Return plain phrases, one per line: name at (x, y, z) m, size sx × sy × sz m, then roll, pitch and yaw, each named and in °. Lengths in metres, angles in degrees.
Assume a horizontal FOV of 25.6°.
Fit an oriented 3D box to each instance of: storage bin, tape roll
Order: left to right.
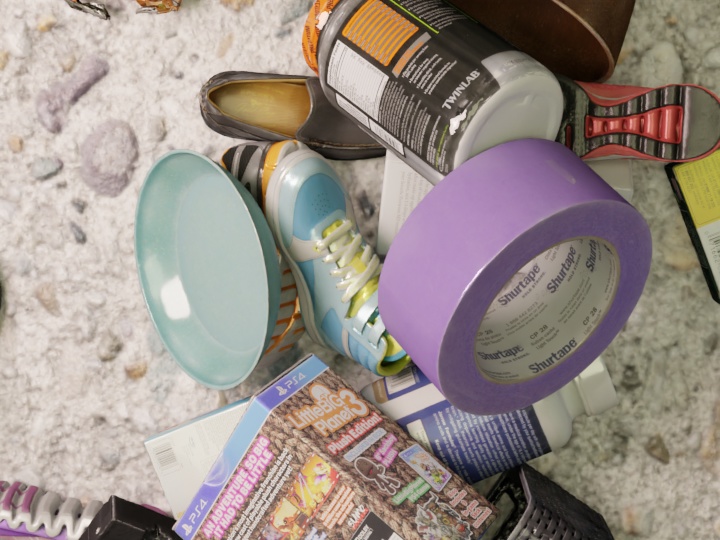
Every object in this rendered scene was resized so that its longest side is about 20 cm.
tape roll at (0.118, 0.007, 1.199) m, size 0.200 × 0.200 × 0.085 m, roll -45°, pitch 52°, yaw 5°
storage bin at (0.132, 0.247, 1.290) m, size 0.094 × 0.200 × 0.136 m, roll 34°, pitch 95°, yaw 0°

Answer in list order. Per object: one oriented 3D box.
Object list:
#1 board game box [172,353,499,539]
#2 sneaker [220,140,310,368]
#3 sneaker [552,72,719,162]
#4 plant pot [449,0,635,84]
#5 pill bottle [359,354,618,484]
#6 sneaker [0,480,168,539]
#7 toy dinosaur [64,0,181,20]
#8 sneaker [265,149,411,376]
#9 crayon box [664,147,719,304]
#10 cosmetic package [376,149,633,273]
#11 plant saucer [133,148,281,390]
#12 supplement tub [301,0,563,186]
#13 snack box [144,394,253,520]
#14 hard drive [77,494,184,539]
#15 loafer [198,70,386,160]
board game box at (-0.021, 0.198, 1.258) m, size 0.200 × 0.097 × 0.160 m, roll 40°, pitch 122°, yaw 11°
sneaker at (-0.083, -0.016, 1.348) m, size 0.077 × 0.078 × 0.201 m, roll 14°, pitch 105°, yaw 32°
sneaker at (0.195, -0.114, 1.270) m, size 0.199 × 0.087 × 0.074 m, roll 7°, pitch 92°, yaw 17°
plant pot at (0.159, -0.282, 1.274) m, size 0.186 × 0.187 × 0.201 m, roll 27°, pitch 79°, yaw 0°
pill bottle at (0.108, 0.112, 1.326) m, size 0.199 × 0.111 × 0.112 m, roll -23°, pitch 93°, yaw 4°
sneaker at (-0.266, 0.239, 1.370) m, size 0.199 × 0.081 × 0.089 m, roll 11°, pitch 103°, yaw 0°
toy dinosaur at (-0.235, -0.286, 1.320) m, size 0.199 × 0.102 × 0.136 m, roll 17°, pitch 113°, yaw -21°
sneaker at (0.000, 0.000, 1.277) m, size 0.079 × 0.130 × 0.201 m, roll -38°, pitch 132°, yaw -22°
crayon box at (0.372, -0.065, 1.332) m, size 0.199 × 0.051 × 0.128 m, roll -21°, pitch 94°, yaw 4°
cosmetic package at (0.117, -0.060, 1.311) m, size 0.199 × 0.071 × 0.102 m, roll 8°, pitch 131°, yaw 1°
plant saucer at (-0.121, -0.003, 1.311) m, size 0.036 × 0.199 × 0.201 m, roll -14°, pitch 95°, yaw -37°
supplement tub at (0.051, -0.148, 1.234) m, size 0.200 × 0.122 × 0.123 m, roll 41°, pitch 96°, yaw 35°
snack box at (-0.096, 0.217, 1.378) m, size 0.116 × 0.037 × 0.201 m, roll -21°, pitch 93°, yaw 5°
hard drive at (-0.200, 0.289, 1.339) m, size 0.139 × 0.038 × 0.200 m, roll 26°, pitch 114°, yaw -24°
loafer at (-0.039, -0.130, 1.331) m, size 0.199 × 0.072 × 0.073 m, roll 2°, pitch 93°, yaw 1°
